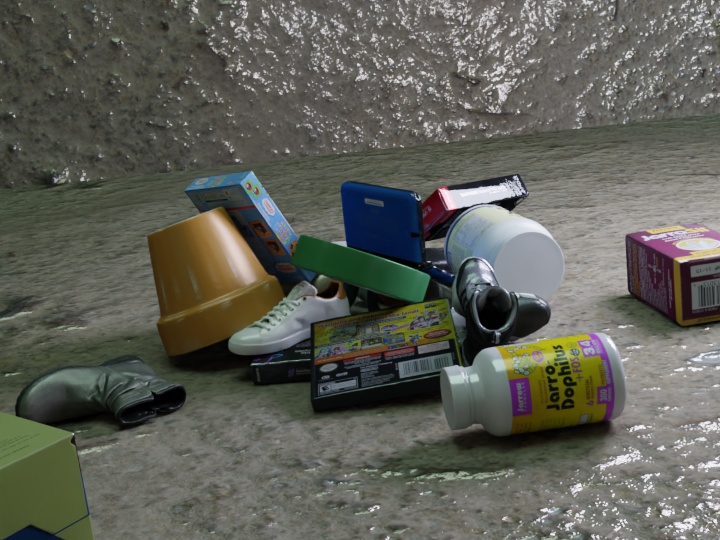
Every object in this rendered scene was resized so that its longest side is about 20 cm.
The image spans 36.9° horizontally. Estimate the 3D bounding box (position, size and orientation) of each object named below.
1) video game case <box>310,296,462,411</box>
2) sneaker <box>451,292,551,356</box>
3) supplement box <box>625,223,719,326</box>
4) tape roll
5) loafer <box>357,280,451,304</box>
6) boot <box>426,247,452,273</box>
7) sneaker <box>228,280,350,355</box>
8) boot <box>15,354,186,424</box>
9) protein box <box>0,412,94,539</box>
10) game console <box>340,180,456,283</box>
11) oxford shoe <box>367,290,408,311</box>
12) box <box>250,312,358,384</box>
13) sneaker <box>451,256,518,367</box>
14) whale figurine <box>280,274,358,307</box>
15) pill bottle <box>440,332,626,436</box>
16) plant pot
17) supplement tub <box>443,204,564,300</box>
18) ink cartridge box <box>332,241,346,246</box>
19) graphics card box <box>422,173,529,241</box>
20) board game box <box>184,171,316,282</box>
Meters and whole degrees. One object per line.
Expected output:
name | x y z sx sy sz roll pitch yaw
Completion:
video game case | 0.032 0.110 1.450 0.200 0.026 0.181 -11 31 4
sneaker | 0.172 0.093 1.521 0.200 0.075 0.116 -10 22 10
supplement box | 0.504 0.002 1.646 0.131 0.103 0.200 -9 14 -8
tape roll | 0.000 0.000 1.573 0.200 0.048 0.200 18 -1 0
loafer | 0.068 0.032 1.800 0.200 0.072 0.063 15 6 38
boot | 0.132 -0.023 1.935 0.200 0.073 0.182 -8 15 -15
sneaker | -0.107 0.062 1.563 0.200 0.085 0.073 -18 20 -33
boot | -0.342 0.169 1.428 0.200 0.068 0.131 -18 24 -34
protein box | -0.404 0.237 1.044 0.200 0.135 0.198 6 20 37
game console | 0.074 -0.056 1.677 0.118 0.171 0.200 -15 17 -32
oxford shoe | 0.050 0.056 1.704 0.071 0.071 0.200 -4 25 -10
box | -0.077 0.113 1.588 0.143 0.036 0.200 -5 13 5
sneaker | 0.170 0.041 1.447 0.075 0.114 0.200 2 52 -5
whale figurine | -0.090 0.041 1.782 0.200 0.104 0.159 -24 31 27
pill bottle | 0.198 0.135 1.256 0.200 0.104 0.104 -8 15 -6
plant pot | -0.235 0.009 1.650 0.200 0.183 0.200 -21 5 2
supplement tub | 0.234 -0.023 1.767 0.145 0.145 0.200 -10 15 -14
ink cartridge box | -0.071 0.001 1.941 0.116 0.067 0.200 -4 13 8
graphics card box | 0.187 -0.109 1.906 0.200 0.051 0.125 -12 -21 -35
board game box | -0.171 -0.063 1.704 0.151 0.200 0.037 -1 40 47
